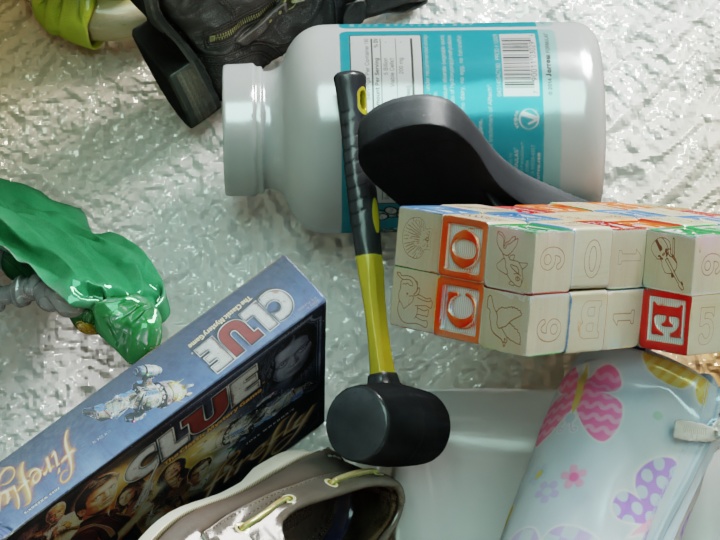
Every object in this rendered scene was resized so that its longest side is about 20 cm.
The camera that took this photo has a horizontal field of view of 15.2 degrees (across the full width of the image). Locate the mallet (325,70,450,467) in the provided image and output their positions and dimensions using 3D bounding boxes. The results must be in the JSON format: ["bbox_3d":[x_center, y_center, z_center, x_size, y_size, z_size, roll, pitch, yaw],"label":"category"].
[{"bbox_3d":[0.000,0.000,1.339,0.041,0.066,0.201,-12,87,31],"label":"mallet"}]

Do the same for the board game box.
[{"bbox_3d":[-0.103,0.091,1.318,0.200,0.136,0.035,-36,68,-19],"label":"board game box"}]

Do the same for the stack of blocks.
[{"bbox_3d":[0.123,0.003,1.303,0.115,0.199,0.059,11,99,42],"label":"stack of blocks"}]

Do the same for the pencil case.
[{"bbox_3d":[0.114,0.135,1.294,0.090,0.083,0.201,10,60,28],"label":"pencil case"}]

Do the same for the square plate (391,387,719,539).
[{"bbox_3d":[0.113,0.153,1.349,0.197,0.028,0.201,0,61,0],"label":"square plate"}]

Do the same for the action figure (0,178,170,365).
[{"bbox_3d":[-0.151,0.000,1.352,0.118,0.055,0.200,8,15,-34],"label":"action figure"}]

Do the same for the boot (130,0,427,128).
[{"bbox_3d":[-0.048,-0.179,1.444,0.174,0.200,0.069,-32,55,-9],"label":"boot"}]

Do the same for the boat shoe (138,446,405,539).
[{"bbox_3d":[-0.050,0.141,1.282,0.059,0.072,0.200,3,20,32],"label":"boat shoe"}]

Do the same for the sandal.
[{"bbox_3d":[0.065,-0.021,1.368,0.076,0.200,0.043,-24,52,30],"label":"sandal"}]

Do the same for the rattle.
[{"bbox_3d":[-0.113,-0.227,1.498,0.199,0.143,0.130,-31,47,-10],"label":"rattle"}]

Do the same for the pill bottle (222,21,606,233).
[{"bbox_3d":[0.027,-0.076,1.427,0.199,0.111,0.111,0,61,-1],"label":"pill bottle"}]
